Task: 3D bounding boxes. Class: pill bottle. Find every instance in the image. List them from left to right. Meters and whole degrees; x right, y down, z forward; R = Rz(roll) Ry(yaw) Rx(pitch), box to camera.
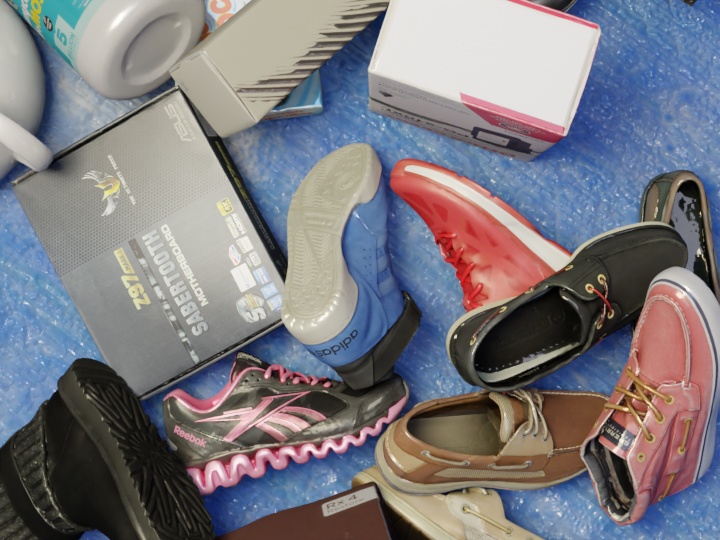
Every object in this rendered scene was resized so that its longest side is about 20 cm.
[{"bbox_3d":[-0.219,-0.232,1.058,0.111,0.111,0.200,-44,71,-3],"label":"pill bottle"}]

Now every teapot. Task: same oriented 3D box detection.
[{"bbox_3d":[-0.339,-0.146,1.035,0.199,0.146,0.198,-13,79,3],"label":"teapot"}]

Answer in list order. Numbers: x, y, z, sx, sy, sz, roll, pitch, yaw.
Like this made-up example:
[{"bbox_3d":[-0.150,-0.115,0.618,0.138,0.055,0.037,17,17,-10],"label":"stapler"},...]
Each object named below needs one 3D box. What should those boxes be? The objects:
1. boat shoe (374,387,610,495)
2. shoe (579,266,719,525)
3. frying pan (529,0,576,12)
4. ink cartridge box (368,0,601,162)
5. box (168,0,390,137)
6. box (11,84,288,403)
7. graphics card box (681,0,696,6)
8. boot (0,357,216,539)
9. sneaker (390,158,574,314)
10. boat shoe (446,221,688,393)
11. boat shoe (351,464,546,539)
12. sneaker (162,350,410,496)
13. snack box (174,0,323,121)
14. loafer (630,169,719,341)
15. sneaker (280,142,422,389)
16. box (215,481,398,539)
[{"bbox_3d":[0.112,0.124,1.046,0.199,0.072,0.076,-10,59,-18],"label":"boat shoe"},{"bbox_3d":[0.216,0.099,1.017,0.091,0.201,0.071,-30,42,-29],"label":"shoe"},{"bbox_3d":[0.120,-0.283,1.072,0.114,0.031,0.191,-6,83,0],"label":"frying pan"},{"bbox_3d":[0.084,-0.147,1.022,0.144,0.200,0.085,18,89,1],"label":"ink cartridge box"},{"bbox_3d":[-0.044,-0.191,1.040,0.200,0.082,0.068,-45,105,-21],"label":"box"},{"bbox_3d":[-0.155,-0.019,1.069,0.157,0.051,0.201,-28,90,10],"label":"box"},{"bbox_3d":[0.194,-0.294,1.064,0.200,0.126,0.051,35,123,-1],"label":"graphics card box"},{"bbox_3d":[-0.204,0.187,1.018,0.158,0.079,0.211,-47,54,14],"label":"boot"},{"bbox_3d":[0.089,0.006,1.074,0.200,0.078,0.116,33,86,3],"label":"sneaker"},{"bbox_3d":[0.162,0.030,1.026,0.201,0.063,0.074,-27,107,-5],"label":"boat shoe"},{"bbox_3d":[0.087,0.203,1.069,0.199,0.072,0.065,30,65,10],"label":"boat shoe"},{"bbox_3d":[-0.062,0.103,1.064,0.199,0.079,0.096,-17,92,-3],"label":"sneaker"},{"bbox_3d":[-0.097,-0.220,1.105,0.116,0.037,0.201,-7,87,0],"label":"snack box"},{"bbox_3d":[0.251,0.020,1.079,0.071,0.063,0.201,-4,87,-1],"label":"loafer"},{"bbox_3d":[-0.001,0.000,1.067,0.076,0.201,0.111,-19,131,24],"label":"sneaker"},{"bbox_3d":[-0.024,0.293,0.986,0.165,0.164,0.201,-20,107,-1],"label":"box"}]
